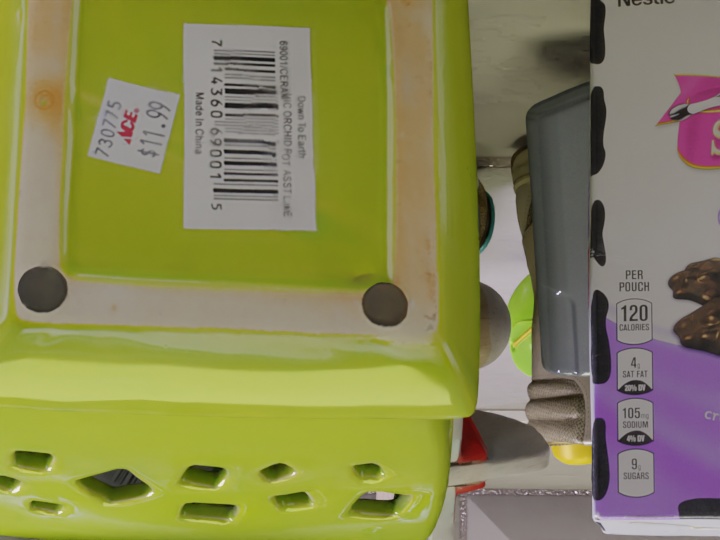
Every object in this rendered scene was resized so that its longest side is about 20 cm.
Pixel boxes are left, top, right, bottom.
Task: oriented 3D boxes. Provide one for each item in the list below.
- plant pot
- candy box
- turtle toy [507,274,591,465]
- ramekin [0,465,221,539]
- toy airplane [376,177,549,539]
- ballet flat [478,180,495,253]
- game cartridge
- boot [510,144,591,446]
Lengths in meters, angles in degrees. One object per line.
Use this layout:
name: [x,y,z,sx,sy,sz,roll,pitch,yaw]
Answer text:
plant pot: [-0.052,-0.016,0.647,0.197,0.202,0.182,3,159,-8]
candy box: [0.167,-0.007,0.641,0.166,0.202,0.072,-2,166,11]
turtle toy: [0.158,0.039,1.070,0.101,0.147,0.199,-18,-163,-39]
ramekin: [-0.103,0.111,0.761,0.198,0.201,0.098,2,138,-4]
toy airplane: [0.024,0.043,0.848,0.140,0.201,0.200,-18,169,-35]
ballet flat: [0.000,0.000,0.976,0.070,0.071,0.200,7,153,-27]
game cartridge: [0.169,-0.025,0.731,0.198,0.135,0.041,-3,-167,10]
boot: [0.146,0.005,0.808,0.072,0.157,0.199,10,165,-40]
